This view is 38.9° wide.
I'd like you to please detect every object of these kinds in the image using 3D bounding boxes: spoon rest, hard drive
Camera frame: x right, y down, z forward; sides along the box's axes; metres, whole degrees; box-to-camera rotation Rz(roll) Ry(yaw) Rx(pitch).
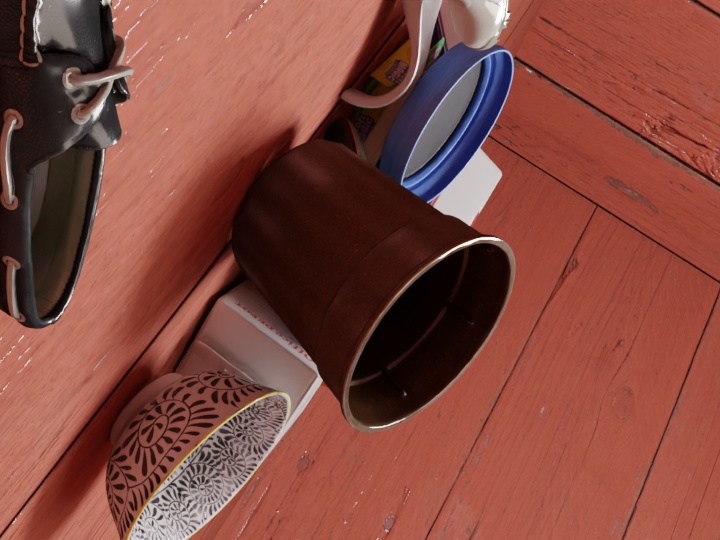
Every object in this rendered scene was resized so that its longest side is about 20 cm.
[{"bbox_3d":[0.053,-0.246,1.013,0.202,0.060,0.099,-60,173,21],"label":"spoon rest"},{"bbox_3d":[0.097,-0.241,1.286,0.200,0.025,0.135,108,-27,-71],"label":"hard drive"}]

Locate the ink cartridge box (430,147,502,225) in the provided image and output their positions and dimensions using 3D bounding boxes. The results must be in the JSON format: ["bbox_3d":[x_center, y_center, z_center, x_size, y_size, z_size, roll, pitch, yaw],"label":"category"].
[{"bbox_3d":[0.079,-0.110,1.433,0.199,0.084,0.146,13,-113,55],"label":"ink cartridge box"}]

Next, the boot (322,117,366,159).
[{"bbox_3d":[0.011,-0.055,1.062,0.096,0.204,0.074,8,160,-44],"label":"boot"}]

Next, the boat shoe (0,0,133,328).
[{"bbox_3d":[-0.113,-0.063,0.375,0.076,0.060,0.201,-53,173,-49],"label":"boat shoe"}]

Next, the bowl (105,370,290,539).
[{"bbox_3d":[-0.164,0.157,0.925,0.200,0.094,0.202,-43,161,-18],"label":"bowl"}]

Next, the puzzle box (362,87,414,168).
[{"bbox_3d":[0.035,-0.138,1.178,0.134,0.025,0.200,-57,172,5],"label":"puzzle box"}]

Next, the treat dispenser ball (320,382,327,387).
[{"bbox_3d":[-0.015,0.058,1.364,0.203,0.199,0.201,-58,175,-7],"label":"treat dispenser ball"}]

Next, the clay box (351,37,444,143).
[{"bbox_3d":[0.028,-0.187,1.208,0.115,0.047,0.201,-50,170,-46],"label":"clay box"}]

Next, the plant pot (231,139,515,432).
[{"bbox_3d":[0.000,0.000,0.901,0.199,0.198,0.202,-31,145,-25],"label":"plant pot"}]

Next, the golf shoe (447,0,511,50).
[{"bbox_3d":[0.081,-0.277,0.913,0.097,0.078,0.202,-35,140,-22],"label":"golf shoe"}]

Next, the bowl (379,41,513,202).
[{"bbox_3d":[0.093,-0.162,1.117,0.201,0.039,0.202,-45,160,-21],"label":"bowl"}]

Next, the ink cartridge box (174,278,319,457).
[{"bbox_3d":[-0.106,0.098,1.076,0.126,0.128,0.200,-56,176,17],"label":"ink cartridge box"}]
